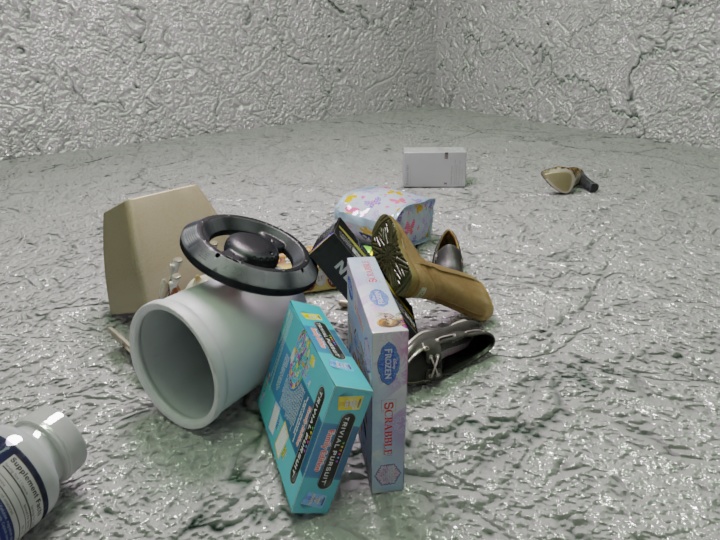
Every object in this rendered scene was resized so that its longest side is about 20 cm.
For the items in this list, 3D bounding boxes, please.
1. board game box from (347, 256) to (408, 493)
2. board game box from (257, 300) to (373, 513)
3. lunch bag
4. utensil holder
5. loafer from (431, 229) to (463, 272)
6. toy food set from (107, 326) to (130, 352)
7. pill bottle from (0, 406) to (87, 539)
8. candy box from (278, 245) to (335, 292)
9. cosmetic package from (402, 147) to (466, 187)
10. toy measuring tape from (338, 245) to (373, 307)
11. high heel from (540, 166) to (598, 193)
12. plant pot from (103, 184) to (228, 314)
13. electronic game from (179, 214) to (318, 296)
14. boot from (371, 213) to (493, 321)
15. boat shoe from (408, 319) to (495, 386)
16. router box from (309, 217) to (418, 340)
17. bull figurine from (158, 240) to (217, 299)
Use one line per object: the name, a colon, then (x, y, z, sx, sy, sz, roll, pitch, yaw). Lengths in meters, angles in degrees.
board game box: (0.015, 0.114, 0.690, 0.040, 0.204, 0.201, -4, 24, -8)
board game box: (-0.062, 0.149, 0.671, 0.046, 0.154, 0.200, 12, 17, -25)
lunch bag: (0.053, -0.118, 1.319, 0.167, 0.130, 0.198, 17, 19, 31)
utensil holder: (-0.187, 0.091, 0.797, 0.167, 0.174, 0.199, 13, 25, 29)
loafer: (0.171, -0.017, 1.144, 0.071, 0.074, 0.201, 1, 24, 2)
toy food set: (-0.288, 0.090, 0.936, 0.198, 0.062, 0.142, -23, 31, -40)
pill bottle: (-0.376, 0.226, 0.564, 0.108, 0.114, 0.200, 8, 25, 20)
candy box: (-0.139, 0.001, 1.138, 0.195, 0.057, 0.116, -7, 24, -14)
cosmetic package: (0.229, -0.325, 1.797, 0.195, 0.116, 0.081, -2, 23, 1)
toy measuring tape: (0.000, 0.000, 1.117, 0.072, 0.075, 0.200, 7, 24, 17)
high heel: (0.604, -0.289, 1.734, 0.195, 0.073, 0.143, 10, 26, -18)
plant pot: (-0.347, -0.043, 1.020, 0.198, 0.181, 0.198, -21, 9, -40)
electronic game: (-0.152, -0.023, 0.801, 0.196, 0.042, 0.201, 19, 23, -8)
boot: (0.120, 0.000, 0.978, 0.197, 0.066, 0.178, 16, 43, -37)
boat shoe: (0.126, 0.120, 0.842, 0.056, 0.069, 0.198, 15, 24, 43)
router box: (0.008, 0.019, 0.898, 0.052, 0.201, 0.157, -38, 9, 9)
bull figurine: (-0.234, 0.023, 0.909, 0.064, 0.124, 0.199, 19, 37, 29)
